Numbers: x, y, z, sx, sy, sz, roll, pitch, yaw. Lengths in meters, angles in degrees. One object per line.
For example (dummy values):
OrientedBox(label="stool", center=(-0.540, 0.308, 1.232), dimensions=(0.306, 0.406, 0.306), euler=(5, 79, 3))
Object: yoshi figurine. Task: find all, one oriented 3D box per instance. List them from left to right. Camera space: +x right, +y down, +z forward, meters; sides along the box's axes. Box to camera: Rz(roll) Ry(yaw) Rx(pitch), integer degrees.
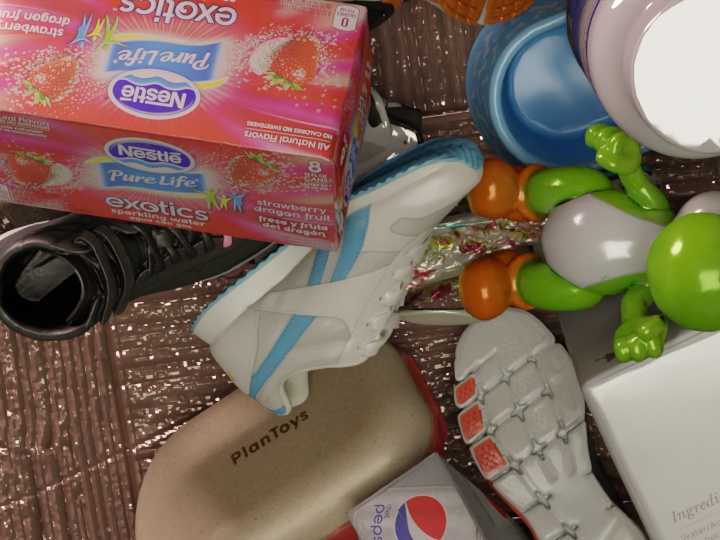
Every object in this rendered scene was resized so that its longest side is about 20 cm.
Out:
OrientedBox(label="yoshi figurine", center=(0.143, -0.010, 1.495), dimensions=(0.199, 0.112, 0.113), euler=(5, 140, 32))

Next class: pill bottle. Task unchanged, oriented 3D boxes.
OrientedBox(label="pill bottle", center=(0.171, -0.122, 1.481), dimensions=(0.111, 0.200, 0.113), euler=(0, 104, -2))

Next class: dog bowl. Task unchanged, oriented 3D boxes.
OrientedBox(label="dog bowl", center=(0.158, -0.119, 1.609), dimensions=(0.199, 0.050, 0.112), euler=(-22, 104, 4))

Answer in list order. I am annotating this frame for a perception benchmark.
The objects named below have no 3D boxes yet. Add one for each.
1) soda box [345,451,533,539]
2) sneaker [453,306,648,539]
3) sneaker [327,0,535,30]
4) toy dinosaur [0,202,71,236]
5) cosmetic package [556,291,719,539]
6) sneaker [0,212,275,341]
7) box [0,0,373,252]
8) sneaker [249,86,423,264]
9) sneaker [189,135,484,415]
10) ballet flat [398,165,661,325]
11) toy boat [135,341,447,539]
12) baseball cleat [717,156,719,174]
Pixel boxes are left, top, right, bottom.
OrientedBox(label="soda box", center=(0.064, 0.172, 1.607), dimensions=(0.063, 0.200, 0.068), euler=(-34, 61, 7))
OrientedBox(label="sneaker", center=(0.110, 0.120, 1.659), dimensions=(0.077, 0.082, 0.201), euler=(-23, 80, 1))
OrientedBox(label="sneaker", center=(0.023, -0.185, 1.559), dimensions=(0.199, 0.092, 0.076), euler=(-9, 128, -38))
OrientedBox(label="toy dinosaur", center=(-0.160, -0.028, 1.622), dimensions=(0.199, 0.077, 0.103), euler=(-17, 92, 7))
OrientedBox(label="cosmetic package", center=(0.229, 0.094, 1.604), dimensions=(0.166, 0.167, 0.201), euler=(-25, 104, 5))
OrientedBox(label="sneaker", center=(-0.117, -0.010, 1.538), dimensions=(0.199, 0.099, 0.071), euler=(-18, 103, 2))
OrientedBox(label="box", center=(-0.098, -0.087, 1.483), dimensions=(0.199, 0.096, 0.100), euler=(9, 61, 7))
OrientedBox(label="sneaker", center=(-0.026, -0.109, 1.605), dimensions=(0.115, 0.076, 0.202), euler=(-10, 111, -9))
OrientedBox(label="sneaker", center=(0.000, 0.000, 1.557), dimensions=(0.200, 0.077, 0.081), euler=(-39, 91, 27))
OrientedBox(label="ballet flat", center=(0.082, -0.005, 1.617), dimensions=(0.199, 0.076, 0.064), euler=(-14, 73, 3))
OrientedBox(label="toy boat", center=(-0.030, 0.137, 1.646), dimensions=(0.199, 0.131, 0.131), euler=(-33, 132, 6))
OrientedBox(label="baseball cleat", center=(0.267, -0.071, 1.560), dimensions=(0.069, 0.200, 0.107), euler=(-10, 112, 42))
